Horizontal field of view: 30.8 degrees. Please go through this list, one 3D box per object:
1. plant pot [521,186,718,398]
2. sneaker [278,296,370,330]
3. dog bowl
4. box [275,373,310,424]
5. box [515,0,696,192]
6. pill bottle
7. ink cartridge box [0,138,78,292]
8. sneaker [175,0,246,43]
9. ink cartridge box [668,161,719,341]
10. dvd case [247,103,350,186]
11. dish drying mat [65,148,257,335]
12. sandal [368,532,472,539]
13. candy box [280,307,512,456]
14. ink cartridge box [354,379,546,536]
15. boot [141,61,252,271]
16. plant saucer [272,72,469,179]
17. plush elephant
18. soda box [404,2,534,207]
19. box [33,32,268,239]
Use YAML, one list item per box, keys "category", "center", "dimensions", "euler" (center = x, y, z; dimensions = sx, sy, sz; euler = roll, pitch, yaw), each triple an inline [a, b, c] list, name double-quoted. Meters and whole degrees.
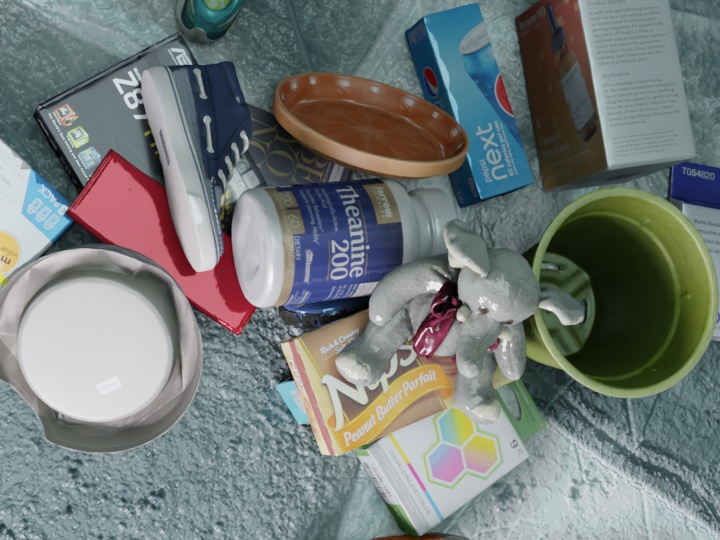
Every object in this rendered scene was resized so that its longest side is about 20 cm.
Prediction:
- category: "plant pot"
  center: [0.225, 0.029, 1.325]
  dimensions: [0.199, 0.190, 0.201]
  euler: [2, 84, -17]
- category: "sneaker"
  center: [0.000, 0.000, 1.330]
  dimensions: [0.199, 0.075, 0.079]
  euler: [-25, 80, -24]
- category: "dog bowl"
  center: [-0.242, 0.067, 1.208]
  dimensions: [0.199, 0.059, 0.201]
  euler: [0, 109, -1]
- category: "box"
  center: [0.015, 0.080, 1.312]
  dimensions: [0.200, 0.082, 0.049]
  euler: [-33, 93, -18]
- category: "box"
  center: [0.255, -0.196, 1.378]
  dimensions: [0.106, 0.152, 0.201]
  euler: [-9, 86, -17]
- category: "pill bottle"
  center: [-0.013, -0.030, 1.234]
  dimensions: [0.199, 0.111, 0.112]
  euler: [-6, 86, -23]
- category: "ink cartridge box"
  center: [-0.371, -0.016, 1.210]
  dimensions: [0.115, 0.068, 0.200]
  euler: [43, 74, -9]
- category: "sneaker"
  center: [-0.119, -0.320, 1.315]
  dimensions: [0.077, 0.080, 0.201]
  euler: [24, 77, -13]
- category: "ink cartridge box"
  center: [0.437, -0.017, 1.473]
  dimensions: [0.199, 0.041, 0.201]
  euler: [8, 82, -16]
- category: "dvd case"
  center: [-0.116, -0.092, 1.324]
  dimensions: [0.199, 0.016, 0.149]
  euler: [22, 78, -14]
- category: "dish drying mat"
  center: [-0.176, -0.025, 1.236]
  dimensions: [0.200, 0.018, 0.077]
  euler: [37, 75, -13]
- category: "sandal"
  center: [0.022, 0.299, 1.298]
  dimensions: [0.206, 0.079, 0.060]
  euler: [-3, 86, -9]
- category: "candy box"
  center: [0.038, 0.086, 1.245]
  dimensions: [0.199, 0.055, 0.116]
  euler: [-21, 90, -17]
- category: "ink cartridge box"
  center: [0.103, 0.171, 1.340]
  dimensions: [0.200, 0.059, 0.104]
  euler: [-32, 94, -18]
- category: "boot"
  center: [-0.136, -0.103, 1.218]
  dimensions: [0.090, 0.073, 0.201]
  euler: [-11, 81, -23]
- category: "plant saucer"
  center: [0.009, -0.141, 1.292]
  dimensions: [0.199, 0.201, 0.032]
  euler: [10, 119, -16]
- category: "plush elephant"
  center: [0.100, 0.037, 1.150]
  dimensions: [0.164, 0.155, 0.201]
  euler: [26, 84, -14]
- category: "soda box"
  center: [0.114, -0.174, 1.379]
  dimensions: [0.068, 0.064, 0.201]
  euler: [-17, 90, -18]
- category: "box"
  center: [-0.197, -0.105, 1.268]
  dimensions: [0.161, 0.049, 0.201]
  euler: [-31, 95, -19]
